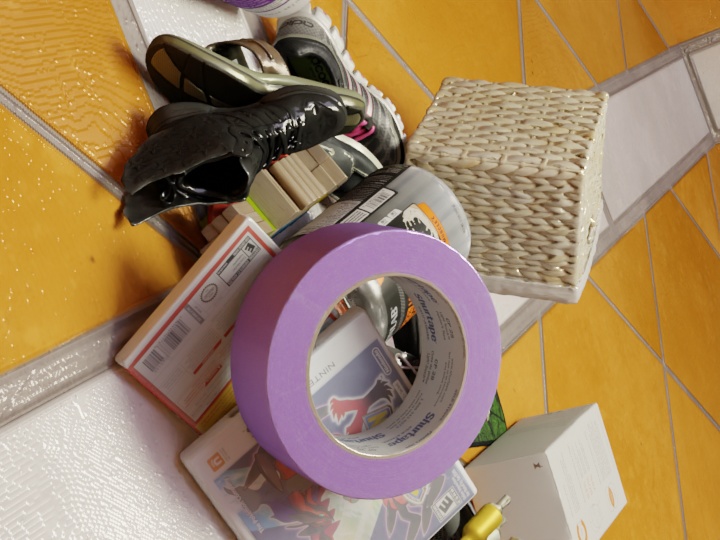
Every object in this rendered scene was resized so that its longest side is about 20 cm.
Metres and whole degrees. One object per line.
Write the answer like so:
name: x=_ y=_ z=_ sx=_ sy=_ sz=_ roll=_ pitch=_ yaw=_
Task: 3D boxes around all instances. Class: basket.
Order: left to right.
basket: x=0.152 y=-0.091 z=1.397 sx=0.198 sy=0.200 sz=0.161 roll=-62 pitch=155 yaw=-53

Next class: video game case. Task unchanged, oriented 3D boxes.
video game case: x=-0.075 y=0.073 z=1.017 sx=0.143 sy=0.017 sz=0.200 roll=-51 pitch=125 yaw=-13
video game case: x=-0.018 y=0.160 z=1.041 sx=0.182 sy=0.023 sz=0.200 roll=-40 pitch=115 yaw=-19

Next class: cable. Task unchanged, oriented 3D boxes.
cable: x=0.075 y=0.277 z=1.170 sx=0.200 sy=0.050 sz=0.097 roll=-20 pitch=114 yaw=-39

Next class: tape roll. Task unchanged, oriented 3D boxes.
tape roll: x=0.006 y=0.066 z=0.993 sx=0.200 sy=0.066 sz=0.201 roll=-4 pitch=98 yaw=-29

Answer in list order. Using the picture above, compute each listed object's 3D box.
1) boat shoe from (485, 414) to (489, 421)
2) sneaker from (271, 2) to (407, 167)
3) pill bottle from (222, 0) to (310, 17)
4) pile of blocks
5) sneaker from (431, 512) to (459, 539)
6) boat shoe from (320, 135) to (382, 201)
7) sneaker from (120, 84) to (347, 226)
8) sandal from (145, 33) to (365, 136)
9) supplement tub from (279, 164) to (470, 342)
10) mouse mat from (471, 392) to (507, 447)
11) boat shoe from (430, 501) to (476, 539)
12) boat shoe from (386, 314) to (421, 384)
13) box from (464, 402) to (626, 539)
boat shoe: x=0.091 y=0.116 z=1.245 sx=0.200 sy=0.063 sz=0.073 roll=99 pitch=-7 yaw=-74
sneaker: x=-0.027 y=-0.161 z=1.300 sx=0.200 sy=0.074 sz=0.088 roll=56 pitch=34 yaw=-23
pill bottle: x=-0.121 y=-0.297 z=1.163 sx=0.200 sy=0.111 sz=0.112 roll=6 pitch=67 yaw=-60
pile of blocks: x=-0.086 y=-0.059 z=1.121 sx=0.062 sy=0.082 sz=0.200 roll=50 pitch=37 yaw=1
sneaker: x=0.013 y=0.198 z=1.140 sx=0.200 sy=0.078 sz=0.091 roll=38 pitch=38 yaw=-34
boat shoe: x=-0.045 y=-0.098 z=1.230 sx=0.200 sy=0.072 sz=0.068 roll=36 pitch=48 yaw=-42
sneaker: x=-0.095 y=-0.091 z=1.049 sx=0.104 sy=0.199 sz=0.060 roll=-117 pitch=-155 yaw=-47
sandal: x=-0.089 y=-0.162 z=1.122 sx=0.201 sy=0.080 sz=0.057 roll=12 pitch=66 yaw=-31
supplement tub: x=0.000 y=0.000 z=1.159 sx=0.200 sy=0.122 sz=0.123 roll=-42 pitch=111 yaw=-43
mouse mat: x=0.109 y=0.095 z=1.456 sx=0.161 sy=0.008 sz=0.200 roll=6 pitch=67 yaw=-61
boat shoe: x=0.070 y=0.206 z=1.247 sx=0.200 sy=0.065 sz=0.072 roll=65 pitch=31 yaw=-9
boat shoe: x=0.029 y=0.062 z=1.236 sx=0.067 sy=0.057 sz=0.200 roll=29 pitch=36 yaw=-36
box: x=0.204 y=0.235 z=1.440 sx=0.200 sy=0.097 sz=0.125 roll=-21 pitch=94 yaw=-63
